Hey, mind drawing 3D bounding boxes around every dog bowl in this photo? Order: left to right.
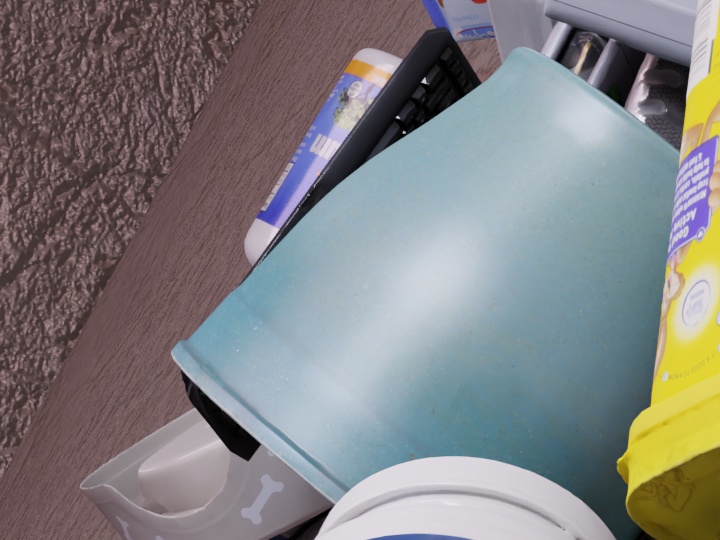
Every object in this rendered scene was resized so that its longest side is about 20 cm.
[{"bbox_3d":[-0.037,0.084,1.455,0.199,0.059,0.200,-27,3,2],"label":"dog bowl"}]

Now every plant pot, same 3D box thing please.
[{"bbox_3d":[0.059,0.022,1.192,0.188,0.200,0.200,-52,10,1],"label":"plant pot"}]

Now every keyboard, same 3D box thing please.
[{"bbox_3d":[0.000,0.000,1.319,0.200,0.021,0.127,-54,-32,-14],"label":"keyboard"}]

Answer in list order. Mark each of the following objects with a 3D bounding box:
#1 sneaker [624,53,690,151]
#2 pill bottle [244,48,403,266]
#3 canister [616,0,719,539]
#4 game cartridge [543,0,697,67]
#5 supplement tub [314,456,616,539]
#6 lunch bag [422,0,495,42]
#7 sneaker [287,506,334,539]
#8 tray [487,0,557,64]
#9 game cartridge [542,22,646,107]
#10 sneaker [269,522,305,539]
[{"bbox_3d":[0.132,-0.043,1.337,0.201,0.075,0.082,-62,12,-17],"label":"sneaker"},{"bbox_3d":[-0.004,-0.030,1.882,0.200,0.112,0.112,-59,10,-4],"label":"pill bottle"},{"bbox_3d":[0.158,-0.021,0.940,0.148,0.086,0.201,-32,42,52],"label":"canister"},{"bbox_3d":[0.163,-0.146,1.327,0.200,0.133,0.041,-65,-11,-54],"label":"game cartridge"},{"bbox_3d":[0.023,0.171,1.014,0.145,0.144,0.200,-52,12,34],"label":"supplement tub"},{"bbox_3d":[0.089,-0.242,1.632,0.170,0.200,0.124,-8,33,42],"label":"lunch bag"},{"bbox_3d":[-0.023,0.170,1.407,0.200,0.075,0.115,-51,4,-38],"label":"sneaker"},{"bbox_3d":[0.112,-0.102,1.452,0.107,0.022,0.200,-50,-35,-27],"label":"tray"},{"bbox_3d":[0.093,-0.032,1.383,0.201,0.040,0.133,-62,-21,-12],"label":"game cartridge"},{"bbox_3d":[-0.074,0.216,1.542,0.200,0.077,0.111,-59,1,45],"label":"sneaker"}]
